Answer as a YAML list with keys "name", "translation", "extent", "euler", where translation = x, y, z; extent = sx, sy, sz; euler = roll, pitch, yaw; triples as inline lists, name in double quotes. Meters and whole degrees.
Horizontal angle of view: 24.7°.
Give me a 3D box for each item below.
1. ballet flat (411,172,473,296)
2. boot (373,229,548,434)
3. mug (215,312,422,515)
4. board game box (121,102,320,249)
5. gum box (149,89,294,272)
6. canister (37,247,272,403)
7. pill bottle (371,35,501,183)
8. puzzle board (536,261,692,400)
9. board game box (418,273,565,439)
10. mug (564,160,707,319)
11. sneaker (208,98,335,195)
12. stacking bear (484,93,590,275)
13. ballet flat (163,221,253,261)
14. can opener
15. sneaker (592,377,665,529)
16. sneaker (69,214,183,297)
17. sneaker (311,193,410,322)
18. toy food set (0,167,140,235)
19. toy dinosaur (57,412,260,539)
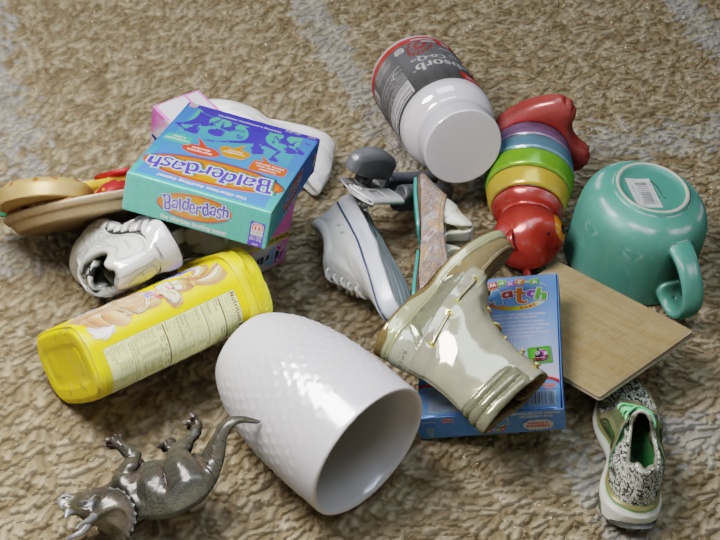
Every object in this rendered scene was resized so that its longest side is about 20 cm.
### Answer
- name: "ballet flat"
  translation: [0.090, -0.025, 1.795]
  extent: [0.067, 0.068, 0.201]
  euler: [-3, 53, 6]
- name: "boot"
  translation: [0.129, 0.061, 1.657]
  extent: [0.154, 0.072, 0.200]
  euler: [37, 57, 17]
- name: "mug"
  translation: [-0.036, 0.122, 1.616]
  extent: [0.175, 0.148, 0.199]
  euler: [37, 30, 29]
- name: "board game box"
  translation: [-0.139, -0.101, 1.685]
  extent: [0.151, 0.045, 0.200]
  euler: [16, 29, 5]
- name: "gum box"
  translation: [-0.161, -0.099, 1.832]
  extent: [0.066, 0.114, 0.200]
  euler: [-24, 54, -33]
- name: "canister"
  translation: [-0.206, 0.056, 1.638]
  extent: [0.199, 0.148, 0.087]
  euler: [-25, 96, -30]
- name: "pill bottle"
  translation: [0.092, -0.191, 1.959]
  extent: [0.115, 0.117, 0.200]
  euler: [-4, 32, -16]
- name: "puzzle board"
  translation: [0.236, 0.065, 1.787]
  extent: [0.150, 0.017, 0.200]
  euler: [-30, 40, -30]
- name: "board game box"
  translation: [0.137, 0.087, 1.731]
  extent: [0.150, 0.037, 0.201]
  euler: [-5, 43, 9]
- name: "mug"
  translation: [0.334, -0.046, 1.890]
  extent: [0.184, 0.115, 0.152]
  euler: [28, 45, 17]
- name: "sneaker"
  translation: [-0.131, -0.137, 1.919]
  extent: [0.199, 0.075, 0.089]
  euler: [12, 54, -2]
- name: "stacking bear"
  translation: [0.198, -0.088, 1.912]
  extent: [0.113, 0.122, 0.201]
  euler: [-7, 48, 19]
- name: "ballet flat"
  translation: [-0.182, -0.035, 1.737]
  extent: [0.199, 0.070, 0.070]
  euler: [-15, 32, 31]
- name: "can opener"
  translation: [0.046, -0.098, 1.869]
  extent: [0.053, 0.067, 0.200]
  euler: [39, 18, 25]
- name: "sneaker"
  translation: [0.284, 0.165, 1.672]
  extent: [0.076, 0.089, 0.201]
  euler: [9, 40, -5]
- name: "sneaker"
  translation: [-0.260, -0.008, 1.678]
  extent: [0.081, 0.200, 0.075]
  euler: [-38, 104, -29]
- name: "sneaker"
  translation: [0.000, 0.000, 1.802]
  extent: [0.071, 0.073, 0.200]
  euler: [-34, 40, 9]
- name: "toy food set"
  translation: [-0.288, -0.075, 1.749]
  extent: [0.199, 0.198, 0.049]
  euler: [-11, 88, -13]
- name: "toy dinosaur"
  translation: [-0.182, 0.196, 1.536]
  extent: [0.199, 0.077, 0.103]
  euler: [-15, 50, -6]
